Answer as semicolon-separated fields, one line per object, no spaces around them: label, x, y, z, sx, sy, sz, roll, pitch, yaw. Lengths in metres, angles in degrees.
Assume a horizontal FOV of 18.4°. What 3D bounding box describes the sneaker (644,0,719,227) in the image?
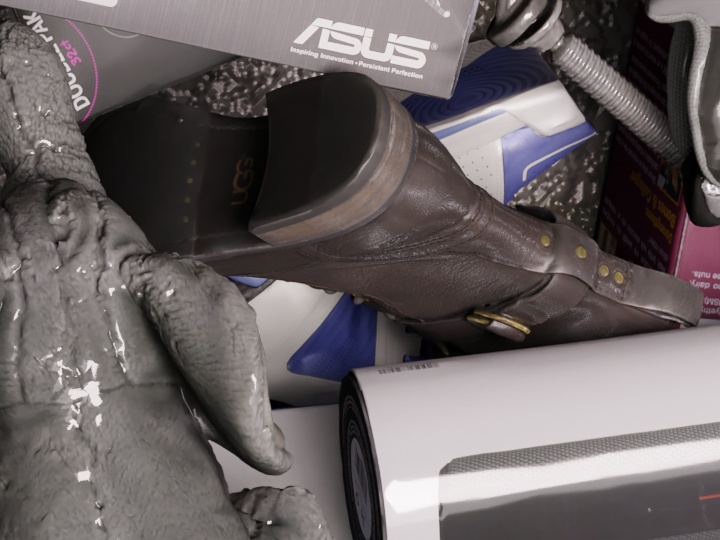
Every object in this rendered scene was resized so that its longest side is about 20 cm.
sneaker;0.172;-0.039;0.772;0.115;0.075;0.200;-41;100;6

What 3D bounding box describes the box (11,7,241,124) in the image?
box;-0.079;-0.181;0.787;0.148;0.124;0.201;-23;112;-2

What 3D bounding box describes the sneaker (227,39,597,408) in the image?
sneaker;0.010;-0.002;0.892;0.199;0.081;0.115;-29;114;8

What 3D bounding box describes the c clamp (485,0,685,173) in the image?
c clamp;0.122;-0.068;0.793;0.171;0.027;0.200;-44;108;7

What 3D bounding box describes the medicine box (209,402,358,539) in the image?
medicine box;-0.008;0.142;0.866;0.181;0.103;0.200;-5;146;-8

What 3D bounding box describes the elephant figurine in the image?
elephant figurine;-0.087;0.039;0.675;0.141;0.154;0.201;-29;117;-44

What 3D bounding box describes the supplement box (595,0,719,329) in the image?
supplement box;0.151;-0.028;0.883;0.085;0.110;0.201;5;107;-10

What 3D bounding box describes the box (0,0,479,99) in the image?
box;-0.048;-0.153;0.710;0.199;0.048;0.159;11;106;-16

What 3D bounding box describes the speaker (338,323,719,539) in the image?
speaker;0.096;0.061;0.760;0.199;0.081;0.082;-6;109;-9

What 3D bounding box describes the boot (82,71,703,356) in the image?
boot;0.000;0.000;0.799;0.174;0.199;0.070;30;66;-41
